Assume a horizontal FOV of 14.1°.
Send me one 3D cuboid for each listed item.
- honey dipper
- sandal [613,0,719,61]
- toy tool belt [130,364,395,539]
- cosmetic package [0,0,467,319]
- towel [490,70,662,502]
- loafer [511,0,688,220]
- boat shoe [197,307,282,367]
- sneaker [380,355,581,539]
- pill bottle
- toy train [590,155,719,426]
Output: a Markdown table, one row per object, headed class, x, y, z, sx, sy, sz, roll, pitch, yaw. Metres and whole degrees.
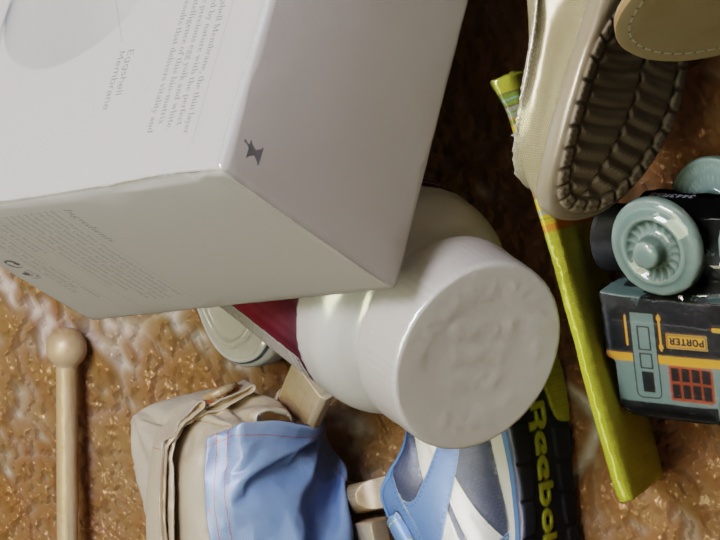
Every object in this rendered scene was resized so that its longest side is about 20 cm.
| class | x | y | z | sx | sy | sz | roll | pitch | yaw |
| --- | --- | --- | --- | --- | --- | --- | --- | --- | --- |
| honey dipper | -0.160 | 0.131 | 1.583 | 0.038 | 0.038 | 0.201 | 3 | 97 | 36 |
| sandal | 0.191 | -0.169 | 1.220 | 0.211 | 0.077 | 0.070 | -35 | 46 | 32 |
| toy tool belt | -0.034 | 0.147 | 1.440 | 0.123 | 0.125 | 0.201 | -18 | 88 | 45 |
| cosmetic package | -0.068 | -0.097 | 1.308 | 0.199 | 0.123 | 0.200 | -7 | 60 | 44 |
| towel | 0.099 | 0.005 | 1.338 | 0.018 | 0.086 | 0.201 | -16 | 89 | 17 |
| loafer | 0.105 | -0.122 | 1.289 | 0.068 | 0.075 | 0.201 | 15 | 91 | 44 |
| boat shoe | -0.080 | -0.047 | 1.472 | 0.073 | 0.065 | 0.201 | -11 | 92 | 36 |
| sneaker | 0.057 | 0.126 | 1.401 | 0.082 | 0.074 | 0.201 | -4 | 87 | 33 |
| pill bottle | 0.000 | 0.000 | 1.359 | 0.200 | 0.109 | 0.110 | 35 | 119 | 50 |
| toy train | 0.193 | 0.014 | 1.280 | 0.199 | 0.085 | 0.115 | 4 | 113 | 34 |
